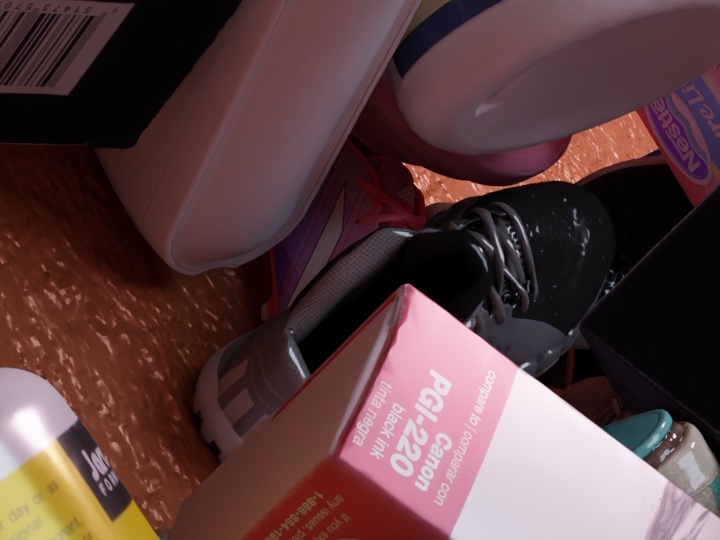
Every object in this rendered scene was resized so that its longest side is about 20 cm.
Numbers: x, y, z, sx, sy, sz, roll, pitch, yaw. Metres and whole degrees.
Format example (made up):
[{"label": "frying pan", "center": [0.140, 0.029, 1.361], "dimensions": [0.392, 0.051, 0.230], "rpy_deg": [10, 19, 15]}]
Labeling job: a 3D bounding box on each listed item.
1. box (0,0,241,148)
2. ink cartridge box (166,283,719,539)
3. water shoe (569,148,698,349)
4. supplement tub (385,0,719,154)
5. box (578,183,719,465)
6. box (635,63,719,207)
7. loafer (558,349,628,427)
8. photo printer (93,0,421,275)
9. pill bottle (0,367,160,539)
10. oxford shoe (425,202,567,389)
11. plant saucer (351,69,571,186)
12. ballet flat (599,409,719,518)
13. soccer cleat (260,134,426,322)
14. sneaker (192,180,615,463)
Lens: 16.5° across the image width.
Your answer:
[{"label": "box", "center": [-0.143, -0.150, 0.808], "dimensions": [0.148, 0.107, 0.201], "rpy_deg": [0, 58, -37]}, {"label": "ink cartridge box", "center": [0.044, 0.123, 0.779], "dimensions": [0.199, 0.146, 0.085], "rpy_deg": [35, 42, -10]}, {"label": "water shoe", "center": [0.133, -0.015, 1.068], "dimensions": [0.199, 0.079, 0.072], "rpy_deg": [-29, 81, -28]}, {"label": "supplement tub", "center": [0.052, -0.159, 0.913], "dimensions": [0.144, 0.144, 0.201], "rpy_deg": [6, 61, -63]}, {"label": "box", "center": [0.205, 0.081, 0.857], "dimensions": [0.200, 0.124, 0.197], "rpy_deg": [39, -11, 45]}, {"label": "box", "center": [0.176, -0.084, 1.009], "dimensions": [0.102, 0.095, 0.201], "rpy_deg": [-27, 82, -31]}, {"label": "loafer", "center": [0.108, 0.052, 1.097], "dimensions": [0.063, 0.072, 0.201], "rpy_deg": [27, 52, -23]}, {"label": "photo printer", "center": [-0.055, -0.107, 0.901], "dimensions": [0.069, 0.200, 0.167], "rpy_deg": [-10, 61, -28]}, {"label": "pill bottle", "center": [-0.099, 0.096, 0.632], "dimensions": [0.201, 0.111, 0.111], "rpy_deg": [56, 22, -4]}, {"label": "oxford shoe", "center": [0.091, 0.005, 1.203], "dimensions": [0.200, 0.072, 0.085], "rpy_deg": [22, 39, -55]}, {"label": "plant saucer", "center": [0.013, -0.122, 1.017], "dimensions": [0.200, 0.051, 0.202], "rpy_deg": [39, 36, -36]}, {"label": "ballet flat", "center": [0.044, 0.097, 0.855], "dimensions": [0.067, 0.199, 0.063], "rpy_deg": [-44, 110, -40]}, {"label": "soccer cleat", "center": [0.000, 0.000, 1.010], "dimensions": [0.067, 0.076, 0.201], "rpy_deg": [31, 34, -48]}, {"label": "sneaker", "center": [0.039, 0.009, 0.916], "dimensions": [0.199, 0.115, 0.075], "rpy_deg": [-31, 82, -31]}]
